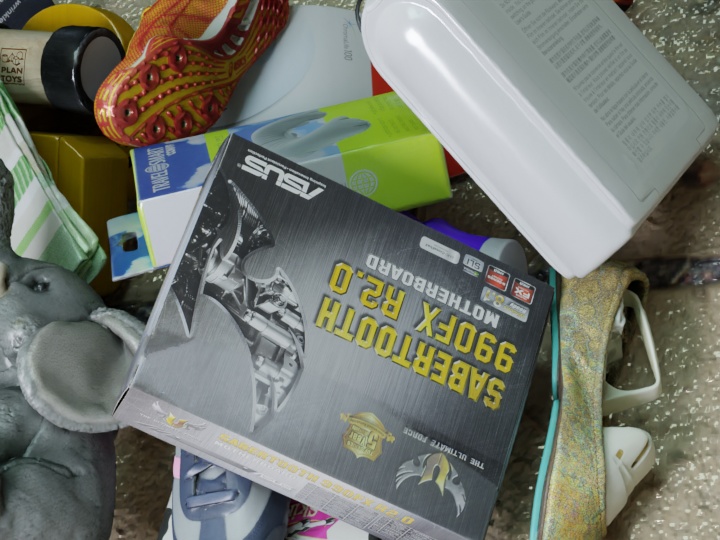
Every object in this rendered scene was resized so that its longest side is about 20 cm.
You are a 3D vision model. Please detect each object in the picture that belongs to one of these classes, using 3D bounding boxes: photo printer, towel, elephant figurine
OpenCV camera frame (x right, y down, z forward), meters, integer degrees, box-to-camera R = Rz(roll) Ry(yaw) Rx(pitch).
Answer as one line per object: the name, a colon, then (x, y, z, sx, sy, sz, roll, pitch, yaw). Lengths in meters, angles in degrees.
photo printer: (0.096, -0.110, 1.073, 0.069, 0.200, 0.166, -42, 1, 38)
towel: (-0.237, -0.021, 1.189, 0.153, 0.023, 0.201, -51, 52, 20)
elephant figurine: (-0.172, 0.062, 1.057, 0.140, 0.155, 0.201, 9, 62, 35)

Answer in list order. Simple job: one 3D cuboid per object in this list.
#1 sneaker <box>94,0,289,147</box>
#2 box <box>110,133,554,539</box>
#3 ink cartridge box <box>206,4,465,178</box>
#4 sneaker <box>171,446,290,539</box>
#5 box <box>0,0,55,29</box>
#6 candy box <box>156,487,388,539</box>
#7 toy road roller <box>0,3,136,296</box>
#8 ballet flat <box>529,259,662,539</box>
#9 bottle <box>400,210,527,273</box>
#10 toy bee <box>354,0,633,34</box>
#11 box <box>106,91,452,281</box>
sneaker: (-0.116, -0.137, 1.238, 0.076, 0.074, 0.200, 3, 33, 29)
box: (-0.011, 0.041, 1.006, 0.199, 0.048, 0.159, 26, 59, -9)
ink cartridge box: (-0.013, -0.112, 1.255, 0.198, 0.047, 0.161, -17, 49, 16)
sneaker: (-0.080, 0.077, 1.030, 0.070, 0.082, 0.201, -15, 48, 17)
box: (-0.336, -0.172, 1.363, 0.123, 0.197, 0.200, 27, 69, 40)
candy box: (-0.031, 0.119, 1.070, 0.135, 0.061, 0.202, -2, 54, 24)
toy road roller: (-0.192, -0.076, 1.289, 0.122, 0.146, 0.202, 6, 94, 30)
ballet flat: (0.127, 0.076, 1.026, 0.070, 0.071, 0.202, -8, 51, 21)
bottle: (0.000, 0.000, 1.143, 0.198, 0.066, 0.084, 4, 42, 29)
toy bee: (0.065, -0.154, 1.203, 0.109, 0.198, 0.132, 139, 135, -57)
box: (-0.055, -0.053, 1.132, 0.198, 0.048, 0.122, -13, 19, -5)
